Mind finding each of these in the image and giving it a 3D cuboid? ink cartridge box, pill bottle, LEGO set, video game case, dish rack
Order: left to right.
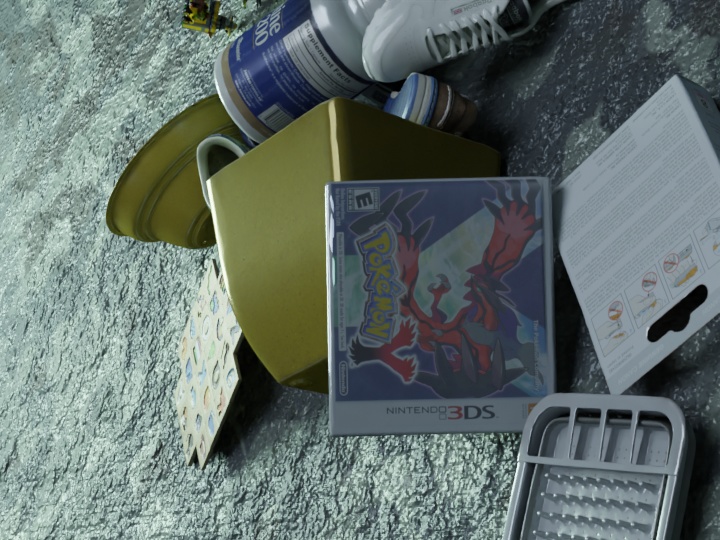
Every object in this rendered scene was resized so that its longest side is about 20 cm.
[{"bbox_3d":[-0.129,-0.357,2.040,0.154,0.114,0.202,112,168,-63],"label":"LEGO set"},{"bbox_3d":[-0.033,-0.208,1.686,0.199,0.111,0.112,-32,47,31],"label":"pill bottle"},{"bbox_3d":[0.063,0.028,1.429,0.023,0.180,0.203,79,-170,-85],"label":"video game case"},{"bbox_3d":[0.174,0.193,1.324,0.171,0.043,0.202,-3,70,54],"label":"dish rack"},{"bbox_3d":[0.228,-0.023,1.373,0.163,0.057,0.201,-44,48,32],"label":"ink cartridge box"}]

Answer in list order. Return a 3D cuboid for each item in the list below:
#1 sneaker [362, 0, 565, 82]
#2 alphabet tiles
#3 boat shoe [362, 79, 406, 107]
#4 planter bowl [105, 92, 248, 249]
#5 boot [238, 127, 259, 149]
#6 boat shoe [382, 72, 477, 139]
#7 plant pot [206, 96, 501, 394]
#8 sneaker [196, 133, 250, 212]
[{"bbox_3d":[0.093,-0.223,1.587,0.199,0.077,0.081,-33,45,-3],"label":"sneaker"},{"bbox_3d":[-0.153,0.094,1.824,0.167,0.006,0.201,-108,32,-44],"label":"alphabet tiles"},{"bbox_3d":[0.011,-0.250,1.788,0.091,0.070,0.201,-53,43,21],"label":"boat shoe"},{"bbox_3d":[-0.163,-0.083,1.885,0.083,0.200,0.201,45,114,16],"label":"planter bowl"},{"bbox_3d":[-0.059,-0.102,1.779,0.073,0.090,0.200,-58,35,15],"label":"boot"},{"bbox_3d":[0.056,-0.123,1.635,0.200,0.072,0.073,157,130,-80],"label":"boat shoe"},{"bbox_3d":[0.000,0.000,1.561,0.194,0.194,0.202,-28,58,44],"label":"plant pot"},{"bbox_3d":[-0.111,-0.043,1.753,0.067,0.090,0.202,-24,76,7],"label":"sneaker"}]
